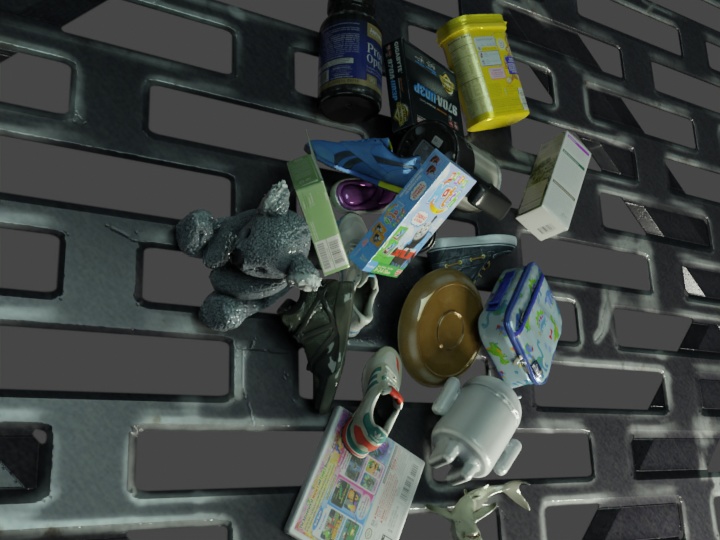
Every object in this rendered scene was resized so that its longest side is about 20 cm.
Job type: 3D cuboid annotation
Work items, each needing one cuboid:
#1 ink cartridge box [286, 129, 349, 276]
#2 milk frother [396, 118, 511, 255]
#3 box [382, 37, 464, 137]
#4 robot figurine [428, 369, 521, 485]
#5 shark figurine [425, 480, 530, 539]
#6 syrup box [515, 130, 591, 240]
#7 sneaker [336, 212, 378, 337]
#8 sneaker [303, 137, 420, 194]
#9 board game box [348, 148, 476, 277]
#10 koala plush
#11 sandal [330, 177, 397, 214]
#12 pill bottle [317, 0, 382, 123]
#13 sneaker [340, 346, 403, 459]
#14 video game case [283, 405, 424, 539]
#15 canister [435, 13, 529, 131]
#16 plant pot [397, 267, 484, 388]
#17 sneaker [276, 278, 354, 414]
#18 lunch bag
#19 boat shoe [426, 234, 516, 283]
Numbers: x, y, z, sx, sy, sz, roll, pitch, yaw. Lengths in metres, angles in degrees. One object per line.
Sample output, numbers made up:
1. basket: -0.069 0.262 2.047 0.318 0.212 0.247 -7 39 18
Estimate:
1. ink cartridge box: -0.069 -0.107 1.186 0.047 0.201 0.148 -19 122 -2
2. milk frother: 0.136 -0.125 1.353 0.187 0.199 0.183 15 43 -56
3. box: 0.116 -0.301 1.403 0.198 0.045 0.163 13 67 -54
4. robot figurine: 0.191 0.254 1.293 0.170 0.113 0.200 46 57 -4
5. shark figurine: 0.188 0.406 1.287 0.213 0.126 0.092 -23 115 -53
6. syrup box: 0.384 -0.169 1.563 0.081 0.078 0.202 36 59 -19
7. sneaker: 0.000 0.000 1.259 0.074 0.086 0.205 7 71 -29
8. sneaker: 0.005 -0.186 1.275 0.197 0.066 0.080 22 101 14
9. board game box: 0.081 -0.080 1.187 0.037 0.201 0.151 43 12 20
10. koala plush: -0.133 -0.031 1.109 0.181 0.199 0.181 -17 85 -35
11. sandal: 0.038 -0.136 1.343 0.200 0.049 0.084 -23 91 -37
12. pill bottle: -0.017 -0.364 1.336 0.110 0.111 0.205 10 71 -30
13. sneaker: 0.040 0.191 1.208 0.070 0.093 0.201 40 45 -15
14. video game case: -0.004 0.340 1.196 0.181 0.024 0.203 36 61 -19
15. canister: 0.239 -0.381 1.526 0.146 0.086 0.204 -14 85 -35
16. plant pot: 0.144 0.098 1.319 0.197 0.027 0.205 -5 98 -37
17. sneaker: -0.073 0.111 1.191 0.112 0.076 0.204 7 96 2
18. lunch bag: 0.283 0.093 1.385 0.163 0.081 0.201 61 39 -19
19. boat shoe: 0.201 -0.013 1.410 0.197 0.070 0.093 -5 86 -30
